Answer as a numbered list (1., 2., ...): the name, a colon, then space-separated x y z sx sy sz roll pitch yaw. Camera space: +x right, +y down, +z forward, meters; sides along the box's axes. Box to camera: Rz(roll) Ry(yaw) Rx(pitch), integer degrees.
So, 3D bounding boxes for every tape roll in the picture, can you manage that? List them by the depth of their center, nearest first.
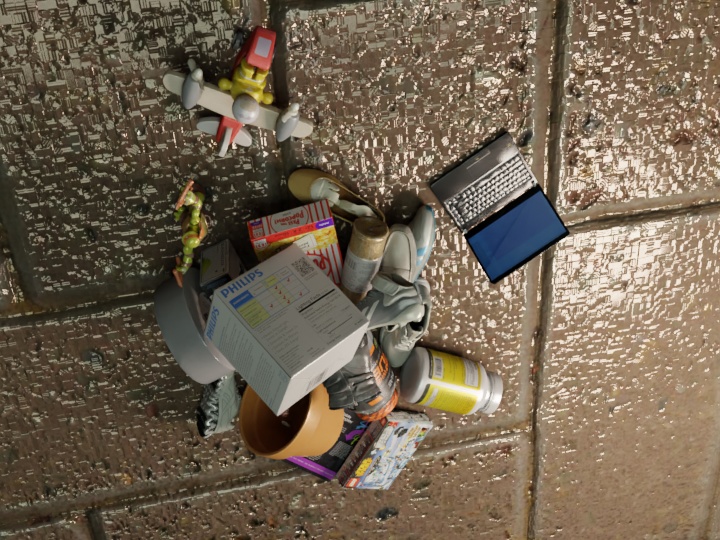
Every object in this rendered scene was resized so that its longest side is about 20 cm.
1. tape roll: -0.290 0.100 1.679 0.065 0.202 0.202 -27 123 11

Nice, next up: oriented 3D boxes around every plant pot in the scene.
1. plant pot: -0.125 0.282 1.844 0.200 0.202 0.139 -44 137 17

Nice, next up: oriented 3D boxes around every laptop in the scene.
1. laptop: 0.257 -0.113 1.715 0.175 0.104 0.201 -33 122 10

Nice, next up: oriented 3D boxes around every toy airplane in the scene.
1. toy airplane: -0.196 -0.270 1.507 0.196 0.142 0.202 -22 124 3

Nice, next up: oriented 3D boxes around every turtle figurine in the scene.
1. turtle figurine: -0.286 -0.088 1.588 0.063 0.162 0.204 2 121 -12

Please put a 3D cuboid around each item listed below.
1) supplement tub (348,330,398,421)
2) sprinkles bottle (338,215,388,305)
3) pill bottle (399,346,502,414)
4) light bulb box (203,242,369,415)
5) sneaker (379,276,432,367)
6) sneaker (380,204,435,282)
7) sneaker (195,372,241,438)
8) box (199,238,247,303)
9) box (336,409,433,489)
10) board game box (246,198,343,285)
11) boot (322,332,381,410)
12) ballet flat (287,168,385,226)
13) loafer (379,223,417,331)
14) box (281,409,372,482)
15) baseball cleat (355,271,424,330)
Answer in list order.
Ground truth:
1. supplement tub: -0.006 0.195 1.841 0.121 0.123 0.202 -26 123 6
2. sprinkles bottle: 0.000 0.000 1.691 0.067 0.069 0.203 4 129 -13
3. pill bottle: 0.187 0.232 1.907 0.196 0.113 0.114 16 118 -19
4. light bulb box: -0.127 0.096 1.580 0.197 0.200 0.126 -32 159 -37
5. sneaker: 0.090 0.118 1.830 0.074 0.093 0.204 7 120 -15
6. sneaker: 0.080 -0.034 1.747 0.079 0.077 0.203 19 113 -15
7. sneaker: -0.273 0.244 1.857 0.079 0.076 0.203 1 124 -28
8. box: -0.225 0.058 1.719 0.059 0.118 0.202 -22 124 6
9. box: 0.051 0.386 1.996 0.135 0.040 0.202 12 120 -40
10. board game box: -0.110 -0.031 1.689 0.148 0.047 0.202 -16 144 -1
11. boot: -0.066 0.197 1.718 0.195 0.070 0.135 -10 95 14
12. ballet flat: -0.036 -0.127 1.669 0.197 0.063 0.070 24 87 -26
13. loafer: 0.066 0.016 1.698 0.068 0.070 0.204 4 116 7
14. box: -0.066 0.350 1.977 0.142 0.036 0.201 30 113 -27
15. baseball cleat: 0.017 0.059 1.665 0.196 0.070 0.109 -12 100 16
